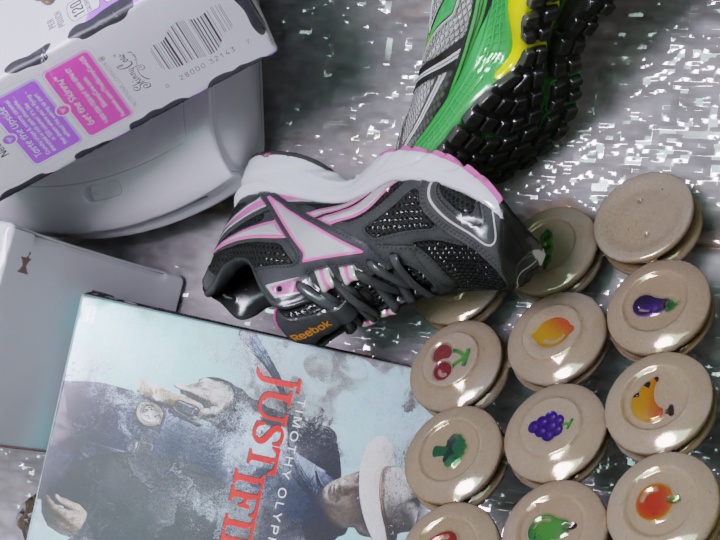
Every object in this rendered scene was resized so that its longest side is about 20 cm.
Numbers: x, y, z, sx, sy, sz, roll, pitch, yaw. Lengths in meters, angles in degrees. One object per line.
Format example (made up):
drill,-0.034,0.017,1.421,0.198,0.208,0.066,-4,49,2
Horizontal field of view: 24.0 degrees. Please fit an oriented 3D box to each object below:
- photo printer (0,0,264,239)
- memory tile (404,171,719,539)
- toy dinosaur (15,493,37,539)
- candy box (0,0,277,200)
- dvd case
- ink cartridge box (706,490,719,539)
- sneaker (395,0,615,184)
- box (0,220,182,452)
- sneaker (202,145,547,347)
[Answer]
photo printer,-0.132,-0.119,0.921,0.165,0.069,0.202,-10,75,25
memory tile,0.087,0.051,0.758,0.152,0.017,0.201,-16,48,25
toy dinosaur,-0.123,0.184,0.856,0.200,0.077,0.102,39,76,18
candy box,-0.162,-0.134,0.818,0.199,0.072,0.169,-28,53,4
dvd case,-0.056,0.102,0.826,0.198,0.022,0.148,13,86,4
ink cartridge box,0.160,0.213,0.703,0.164,0.075,0.201,-37,65,16
sneaker,0.065,-0.115,0.790,0.085,0.077,0.201,54,134,33
box,-0.224,0.023,0.899,0.198,0.152,0.107,13,86,30
sneaker,0.000,0.000,0.800,0.199,0.080,0.087,2,55,52
